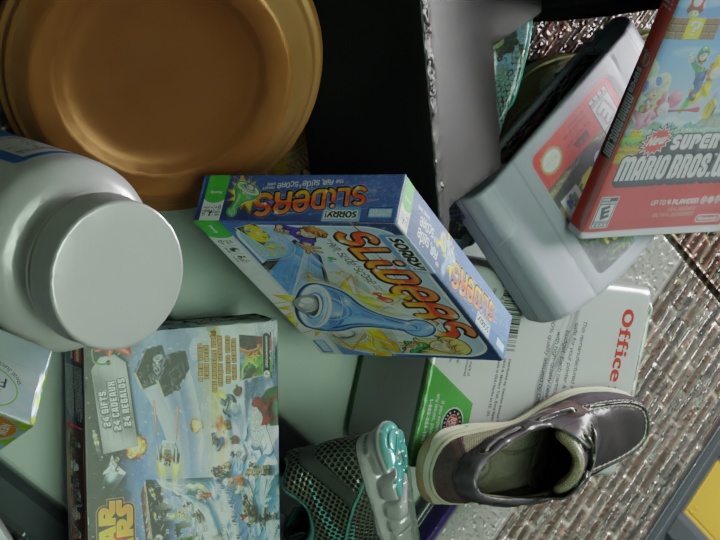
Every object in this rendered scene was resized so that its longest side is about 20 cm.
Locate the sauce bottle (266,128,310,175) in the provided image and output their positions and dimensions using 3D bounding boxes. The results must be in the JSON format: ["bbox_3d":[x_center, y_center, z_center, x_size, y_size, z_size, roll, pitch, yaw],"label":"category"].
[{"bbox_3d":[-0.026,-0.053,1.352,0.065,0.065,0.200,-43,123,-21],"label":"sauce bottle"}]

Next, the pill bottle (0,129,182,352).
[{"bbox_3d":[-0.188,-0.016,1.154,0.112,0.200,0.113,-10,108,-34],"label":"pill bottle"}]

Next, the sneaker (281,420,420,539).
[{"bbox_3d":[-0.006,0.182,1.389,0.091,0.078,0.200,-5,128,6],"label":"sneaker"}]

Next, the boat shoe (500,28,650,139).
[{"bbox_3d":[0.173,-0.123,1.483,0.200,0.063,0.073,-23,114,-31],"label":"boat shoe"}]

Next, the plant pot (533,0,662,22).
[{"bbox_3d":[0.225,-0.270,1.414,0.199,0.177,0.201,-10,109,-34],"label":"plant pot"}]

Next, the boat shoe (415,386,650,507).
[{"bbox_3d":[0.132,0.128,1.409,0.200,0.065,0.072,-8,106,-35],"label":"boat shoe"}]

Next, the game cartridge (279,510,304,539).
[{"bbox_3d":[-0.052,0.251,1.429,0.200,0.040,0.134,39,74,-36],"label":"game cartridge"}]

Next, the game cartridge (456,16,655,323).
[{"bbox_3d":[0.159,-0.065,1.420,0.200,0.041,0.133,-49,123,-26],"label":"game cartridge"}]

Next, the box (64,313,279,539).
[{"bbox_3d":[-0.121,0.133,1.319,0.137,0.040,0.201,-3,97,-28],"label":"box"}]

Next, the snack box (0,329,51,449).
[{"bbox_3d":[-0.289,0.050,1.103,0.200,0.142,0.053,25,58,-24],"label":"snack box"}]

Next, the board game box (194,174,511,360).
[{"bbox_3d":[0.000,0.000,1.275,0.200,0.135,0.035,49,48,-55],"label":"board game box"}]

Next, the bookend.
[{"bbox_3d":[0.046,-0.148,1.320,0.200,0.092,0.199,-39,128,-54],"label":"bookend"}]

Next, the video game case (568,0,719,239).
[{"bbox_3d":[0.230,-0.111,1.377,0.143,0.017,0.200,-4,125,-38],"label":"video game case"}]

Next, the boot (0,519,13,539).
[{"bbox_3d":[-0.253,0.191,1.241,0.095,0.074,0.200,-33,108,-9],"label":"boot"}]

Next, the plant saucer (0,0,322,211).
[{"bbox_3d":[-0.120,-0.121,1.219,0.199,0.037,0.201,-3,119,-5],"label":"plant saucer"}]

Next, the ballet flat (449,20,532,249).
[{"bbox_3d":[0.068,-0.113,1.408,0.074,0.074,0.201,8,95,-38],"label":"ballet flat"}]

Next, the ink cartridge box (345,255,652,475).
[{"bbox_3d":[0.103,0.067,1.466,0.200,0.083,0.147,8,96,-37],"label":"ink cartridge box"}]
